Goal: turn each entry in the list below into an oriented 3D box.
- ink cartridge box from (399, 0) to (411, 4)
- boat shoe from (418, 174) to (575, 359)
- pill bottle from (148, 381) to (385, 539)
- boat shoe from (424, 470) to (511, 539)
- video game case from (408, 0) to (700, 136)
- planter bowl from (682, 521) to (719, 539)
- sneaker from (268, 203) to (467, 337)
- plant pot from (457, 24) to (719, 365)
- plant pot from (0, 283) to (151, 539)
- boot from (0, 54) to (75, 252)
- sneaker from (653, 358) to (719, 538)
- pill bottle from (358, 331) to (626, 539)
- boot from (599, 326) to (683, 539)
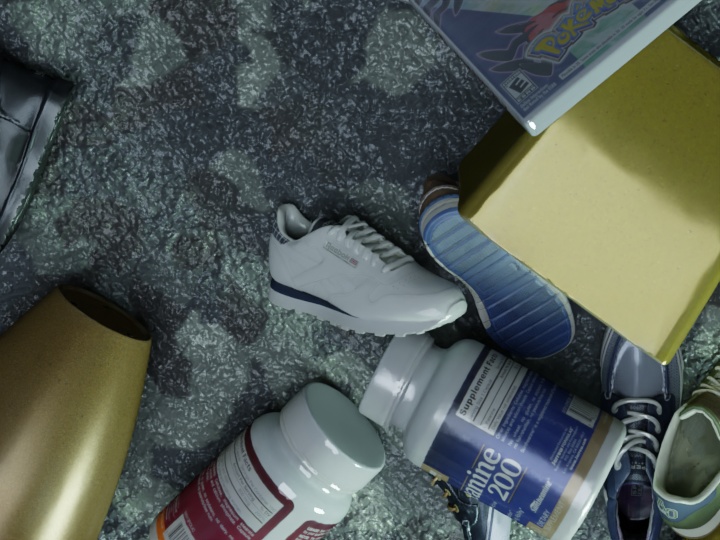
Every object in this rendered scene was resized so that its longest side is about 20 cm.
[{"bbox_3d":[0.022,-0.319,1.400,0.161,0.057,0.202,18,103,1],"label":"ink cartridge box"},{"bbox_3d":[0.114,-0.007,1.475,0.072,0.073,0.200,-27,130,14],"label":"boat shoe"},{"bbox_3d":[-0.079,0.196,1.558,0.114,0.114,0.200,43,109,-8],"label":"pill bottle"},{"bbox_3d":[0.089,0.180,1.556,0.090,0.071,0.203,6,103,6],"label":"boat shoe"},{"bbox_3d":[0.154,-0.215,1.330,0.199,0.183,0.023,-39,139,2],"label":"video game case"},{"bbox_3d":[0.333,0.246,1.511,0.198,0.201,0.084,9,75,5],"label":"planter bowl"},{"bbox_3d":[0.000,0.000,1.463,0.198,0.076,0.082,12,107,37],"label":"sneaker"},{"bbox_3d":[0.208,-0.085,1.384,0.193,0.196,0.201,35,103,-6],"label":"plant pot"},{"bbox_3d":[-0.264,0.121,1.535,0.185,0.186,0.201,31,99,-4],"label":"plant pot"},{"bbox_3d":[-0.357,-0.125,1.506,0.198,0.066,0.166,24,103,-5],"label":"boot"},{"bbox_3d":[0.294,0.116,1.449,0.067,0.090,0.202,25,85,31],"label":"sneaker"},{"bbox_3d":[0.103,0.125,1.451,0.199,0.111,0.112,28,111,7],"label":"pill bottle"},{"bbox_3d":[0.234,0.133,1.503,0.072,0.090,0.202,-1,110,8],"label":"boot"}]
